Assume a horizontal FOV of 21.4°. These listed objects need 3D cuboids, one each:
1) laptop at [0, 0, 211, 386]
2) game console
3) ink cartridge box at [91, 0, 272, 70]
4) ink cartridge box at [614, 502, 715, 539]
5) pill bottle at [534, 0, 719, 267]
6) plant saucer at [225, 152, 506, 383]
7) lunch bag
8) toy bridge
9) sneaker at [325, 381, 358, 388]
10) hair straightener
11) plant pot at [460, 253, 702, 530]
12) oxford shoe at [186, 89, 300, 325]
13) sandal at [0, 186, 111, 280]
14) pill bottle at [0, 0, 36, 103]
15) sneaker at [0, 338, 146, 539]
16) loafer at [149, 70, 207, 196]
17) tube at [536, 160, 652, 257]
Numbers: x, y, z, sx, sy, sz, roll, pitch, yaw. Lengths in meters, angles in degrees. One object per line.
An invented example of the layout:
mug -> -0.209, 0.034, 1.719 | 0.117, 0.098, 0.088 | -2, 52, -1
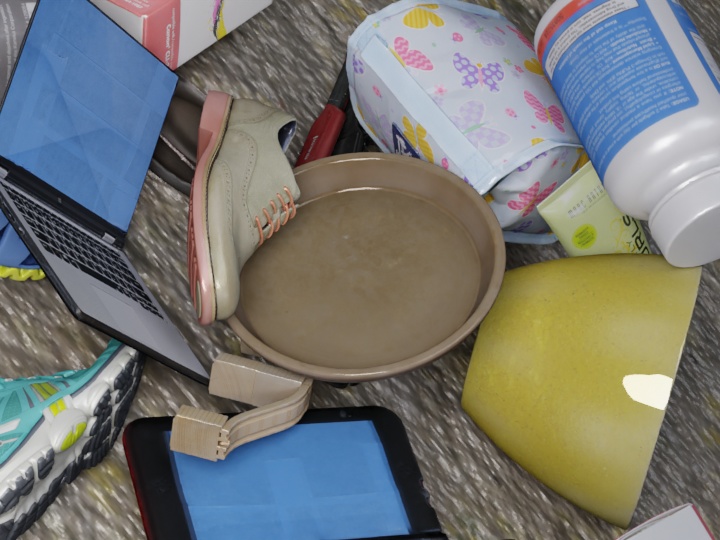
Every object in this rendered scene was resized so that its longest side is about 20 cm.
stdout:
laptop -> -0.148, -0.054, 1.221 | 0.200, 0.116, 0.187 | 52, 7, 25
game console -> -0.027, 0.135, 1.168 | 0.198, 0.172, 0.120 | -2, 80, -24
ink cartridge box -> -0.141, -0.223, 1.420 | 0.116, 0.068, 0.200 | 28, 44, 23
ink cartridge box -> 0.169, 0.264, 1.233 | 0.082, 0.200, 0.147 | -19, 72, -42
pill bottle -> 0.209, -0.107, 1.346 | 0.111, 0.112, 0.201 | -2, 56, -33
plant saucer -> 0.000, 0.000, 1.287 | 0.198, 0.030, 0.201 | -4, 49, 4
lunch bag -> 0.083, -0.111, 1.427 | 0.170, 0.127, 0.199 | 49, 20, 19
toy bridge -> -0.066, 0.076, 1.253 | 0.067, 0.027, 0.200 | 14, 20, 7
sneaker -> 0.004, 0.009, 1.392 | 0.092, 0.076, 0.200 | 39, 39, 6
hair straightener -> -0.004, -0.107, 1.488 | 0.077, 0.041, 0.201 | 46, 37, -28
plant pot -> 0.153, 0.070, 1.380 | 0.141, 0.201, 0.201 | 16, 49, 8
oxford shoe -> -0.077, -0.046, 1.270 | 0.073, 0.071, 0.201 | 6, 49, -4
sandal -> -0.238, -0.040, 1.247 | 0.199, 0.087, 0.080 | -16, 70, -48
pill bottle -> -0.285, -0.148, 1.276 | 0.199, 0.111, 0.111 | -9, 66, -36
sneaker -> -0.200, 0.088, 1.201 | 0.079, 0.078, 0.200 | 29, 37, 15
loafer -> -0.091, -0.082, 1.382 | 0.200, 0.071, 0.073 | 43, 47, -1
tube -> 0.196, -0.003, 1.456 | 0.201, 0.051, 0.058 | 60, 35, -38
